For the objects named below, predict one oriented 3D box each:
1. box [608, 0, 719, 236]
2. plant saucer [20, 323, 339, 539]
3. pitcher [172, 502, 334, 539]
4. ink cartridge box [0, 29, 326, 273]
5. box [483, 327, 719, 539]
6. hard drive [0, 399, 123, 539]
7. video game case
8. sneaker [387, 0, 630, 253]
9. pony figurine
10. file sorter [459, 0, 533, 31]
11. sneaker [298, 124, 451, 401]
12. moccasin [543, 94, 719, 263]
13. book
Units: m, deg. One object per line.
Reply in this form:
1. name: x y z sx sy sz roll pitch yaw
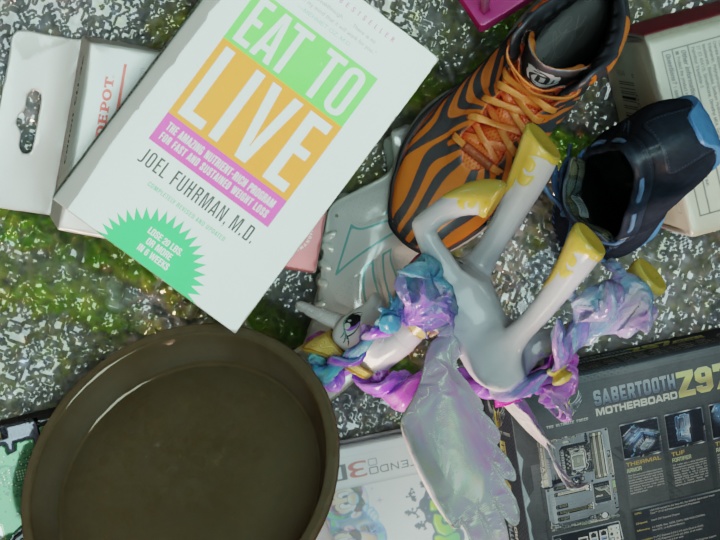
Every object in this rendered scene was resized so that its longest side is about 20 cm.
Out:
1. box: 0.266 -0.111 1.637 0.199 0.109 0.128 -15 98 -9
2. plant saucer: -0.102 0.125 1.544 0.200 0.200 0.029 -40 145 -3
3. pitcher: -0.044 0.234 1.583 0.171 0.121 0.201 -1 93 15
4. ink cartridge box: -0.118 -0.073 1.590 0.199 0.067 0.117 9 96 -12
5. box: 0.185 0.128 1.674 0.199 0.051 0.158 -12 100 -17
6. hard drive: -0.194 0.188 1.626 0.139 0.038 0.201 -14 101 -9
7. video game case: 0.019 0.202 1.676 0.181 0.024 0.201 -11 100 -9
8. sneaker: 0.086 -0.099 1.558 0.077 0.112 0.200 35 84 0
9. pony figurine: 0.075 0.045 1.529 0.200 0.166 0.193 -42 82 23
10. file sorter: 0.076 -0.273 1.538 0.139 0.125 0.200 -32 79 -6
11. sneaker: 0.000 0.000 1.628 0.080 0.070 0.201 36 82 -8
12. moccasin: 0.145 -0.054 1.581 0.068 0.200 0.081 -23 75 -21
13. book: -0.068 -0.084 1.546 0.133 0.048 0.200 36 91 -10
